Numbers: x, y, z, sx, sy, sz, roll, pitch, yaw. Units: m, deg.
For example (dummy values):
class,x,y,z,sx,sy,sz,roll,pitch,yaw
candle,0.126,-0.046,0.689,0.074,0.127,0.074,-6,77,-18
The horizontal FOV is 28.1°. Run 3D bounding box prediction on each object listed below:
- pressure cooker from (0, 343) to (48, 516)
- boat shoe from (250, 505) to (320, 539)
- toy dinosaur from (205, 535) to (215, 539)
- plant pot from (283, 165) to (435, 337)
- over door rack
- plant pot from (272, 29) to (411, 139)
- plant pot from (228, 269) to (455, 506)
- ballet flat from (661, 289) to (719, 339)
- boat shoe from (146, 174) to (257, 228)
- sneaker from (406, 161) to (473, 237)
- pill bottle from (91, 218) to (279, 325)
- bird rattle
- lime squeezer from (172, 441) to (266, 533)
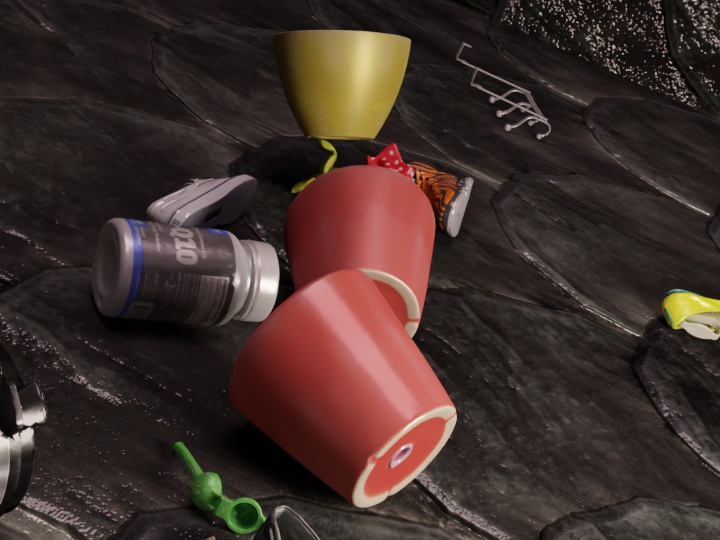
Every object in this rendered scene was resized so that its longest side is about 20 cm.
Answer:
class,x,y,z,sx,sy,sz,roll,pitch,yaw
pressure cooker,-0.367,0.138,1.212,0.199,0.180,0.175,-9,34,-45
boat shoe,-0.042,0.289,1.277,0.072,0.072,0.200,-3,34,-40
toy dinosaur,-0.085,0.284,1.168,0.086,0.201,0.135,-40,18,-32
plant pot,0.000,0.000,1.767,0.198,0.202,0.178,15,36,-12
over door rack,0.262,-0.334,2.737,0.199,0.067,0.148,33,19,-24
plant pot,-0.029,-0.261,2.057,0.197,0.144,0.200,2,3,0
plant pot,-0.009,0.131,1.481,0.199,0.201,0.177,-12,50,-49
ballet flat,0.545,0.077,2.169,0.198,0.067,0.068,9,48,-18
boat shoe,-0.210,-0.096,1.921,0.065,0.074,0.200,32,26,16
sneaker,0.108,-0.111,2.203,0.111,0.078,0.200,17,14,3
pill bottle,-0.203,0.005,1.677,0.198,0.115,0.114,6,28,-28
bird rattle,0.001,-0.109,2.116,0.198,0.113,0.164,13,41,-35
lime squeezer,-0.123,0.229,1.397,0.199,0.038,0.071,30,-4,22
